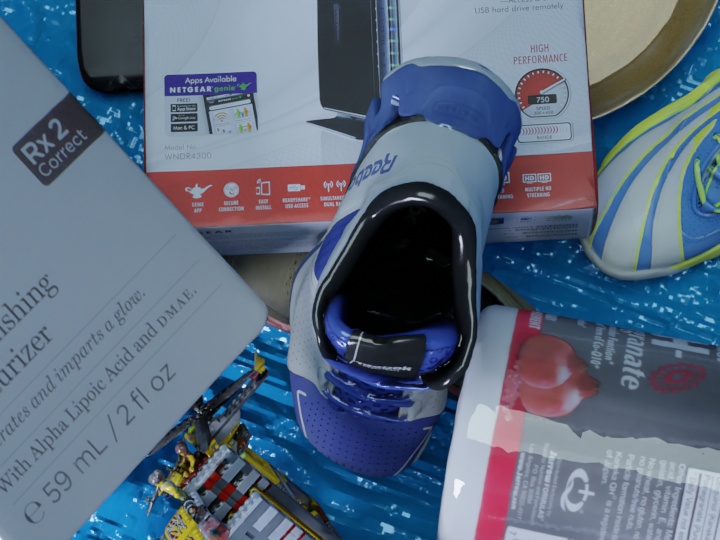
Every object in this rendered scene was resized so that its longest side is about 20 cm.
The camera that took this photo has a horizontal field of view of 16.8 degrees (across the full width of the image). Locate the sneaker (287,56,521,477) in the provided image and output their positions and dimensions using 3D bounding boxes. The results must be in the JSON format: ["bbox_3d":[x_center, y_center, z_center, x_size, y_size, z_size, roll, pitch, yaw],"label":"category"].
[{"bbox_3d":[0.006,0.020,1.003,0.080,0.200,0.115,17,39,1],"label":"sneaker"}]

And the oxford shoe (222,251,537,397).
[{"bbox_3d":[0.000,0.000,1.121,0.199,0.075,0.071,20,81,10],"label":"oxford shoe"}]

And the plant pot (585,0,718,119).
[{"bbox_3d":[0.076,-0.163,1.151,0.198,0.027,0.202,0,84,3],"label":"plant pot"}]

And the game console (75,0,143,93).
[{"bbox_3d":[-0.042,-0.180,1.188,0.198,0.031,0.178,-4,77,6],"label":"game console"}]

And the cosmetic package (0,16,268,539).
[{"bbox_3d":[-0.183,0.018,1.039,0.200,0.165,0.165,47,58,-9],"label":"cosmetic package"}]

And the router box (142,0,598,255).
[{"bbox_3d":[0.001,-0.101,1.096,0.198,0.049,0.181,-3,74,2],"label":"router box"}]

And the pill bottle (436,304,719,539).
[{"bbox_3d":[0.137,0.085,1.020,0.199,0.111,0.112,11,79,5],"label":"pill bottle"}]

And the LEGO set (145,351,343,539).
[{"bbox_3d":[-0.072,0.133,1.026,0.154,0.200,0.116,-45,116,9],"label":"LEGO set"}]

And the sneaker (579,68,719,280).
[{"bbox_3d":[0.182,-0.072,1.100,0.199,0.105,0.076,-35,76,-2],"label":"sneaker"}]
